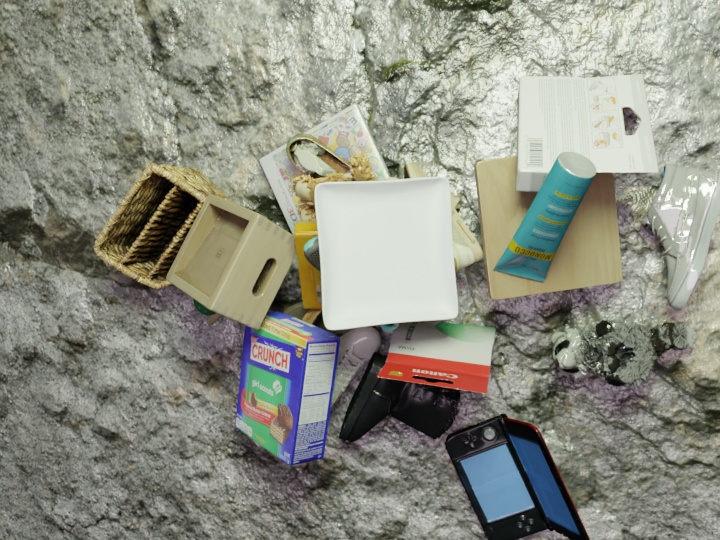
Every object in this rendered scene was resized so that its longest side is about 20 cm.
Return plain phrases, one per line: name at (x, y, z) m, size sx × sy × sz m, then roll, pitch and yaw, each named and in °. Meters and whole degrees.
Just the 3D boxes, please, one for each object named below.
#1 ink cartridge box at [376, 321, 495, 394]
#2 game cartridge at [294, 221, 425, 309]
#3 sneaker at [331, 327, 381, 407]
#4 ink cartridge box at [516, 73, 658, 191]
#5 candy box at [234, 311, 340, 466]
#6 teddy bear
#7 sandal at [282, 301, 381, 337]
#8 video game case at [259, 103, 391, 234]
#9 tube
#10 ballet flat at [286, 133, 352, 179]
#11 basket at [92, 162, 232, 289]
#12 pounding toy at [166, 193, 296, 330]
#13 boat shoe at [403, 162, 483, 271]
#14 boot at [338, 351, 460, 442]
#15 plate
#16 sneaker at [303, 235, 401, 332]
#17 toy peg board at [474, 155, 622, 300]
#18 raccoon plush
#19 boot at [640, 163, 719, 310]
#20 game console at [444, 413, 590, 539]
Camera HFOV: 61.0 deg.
ink cartridge box at (0.120, 0.122, 0.927) m, size 0.158 × 0.200 × 0.051 m, roll 6°, pitch 98°, yaw 14°
game cartridge at (0.000, 0.000, 0.966) m, size 0.196 × 0.033 × 0.178 m, roll 3°, pitch 136°, yaw 5°
sneaker at (-0.034, 0.181, 1.028) m, size 0.072 × 0.085 × 0.200 m, roll 34°, pitch 114°, yaw -26°
ink cartridge box at (0.308, -0.194, 0.854) m, size 0.173 × 0.045 × 0.203 m, roll 3°, pitch 54°, yaw 12°
candy box at (-0.123, 0.185, 0.996) m, size 0.168 × 0.076 × 0.204 m, roll 15°, pitch 99°, yaw 45°
teddy bear at (-0.009, -0.111, 0.935) m, size 0.197 × 0.067 × 0.146 m, roll -16°, pitch 122°, yaw 17°
sandal at (-0.059, 0.093, 1.047) m, size 0.196 × 0.054 × 0.082 m, roll -5°, pitch 95°, yaw 16°
video game case at (-0.052, -0.150, 1.033) m, size 0.198 × 0.023 × 0.185 m, roll -25°, pitch 90°, yaw 16°
tube at (0.247, -0.063, 0.818) m, size 0.076 × 0.051 × 0.202 m, roll 16°, pitch 135°, yaw 2°
ballet flat at (-0.041, -0.151, 0.984) m, size 0.199 × 0.071 × 0.071 m, roll 38°, pitch 104°, yaw 8°
basket at (-0.329, -0.065, 1.053) m, size 0.143 × 0.149 × 0.200 m, roll 44°, pitch 104°, yaw 6°
pounding toy at (-0.210, 0.007, 0.998) m, size 0.183 × 0.141 × 0.203 m, roll 23°, pitch 85°, yaw 44°
boat shoe at (0.125, -0.090, 0.953) m, size 0.064 × 0.073 × 0.202 m, roll -20°, pitch 61°, yaw -8°
boot at (0.065, 0.237, 1.023) m, size 0.160 × 0.074 × 0.200 m, roll 23°, pitch 118°, yaw -3°
plate at (0.036, -0.025, 0.865) m, size 0.196 × 0.032 × 0.204 m, roll -4°, pitch 91°, yaw -12°
sneaker at (-0.001, 0.021, 0.903) m, size 0.198 × 0.092 × 0.077 m, roll 32°, pitch 129°, yaw -26°
toy peg board at (0.274, -0.075, 0.930) m, size 0.195 × 0.098 × 0.204 m, roll -8°, pitch 96°, yaw 0°
raccoon plush at (0.390, 0.127, 0.935) m, size 0.196 × 0.134 × 0.099 m, roll 5°, pitch 82°, yaw -18°
boot at (0.454, -0.051, 0.890) m, size 0.094 × 0.073 × 0.204 m, roll 17°, pitch 93°, yaw 18°
game console at (0.240, 0.345, 0.964) m, size 0.170 × 0.119 × 0.203 m, roll -25°, pitch 89°, yaw 16°
